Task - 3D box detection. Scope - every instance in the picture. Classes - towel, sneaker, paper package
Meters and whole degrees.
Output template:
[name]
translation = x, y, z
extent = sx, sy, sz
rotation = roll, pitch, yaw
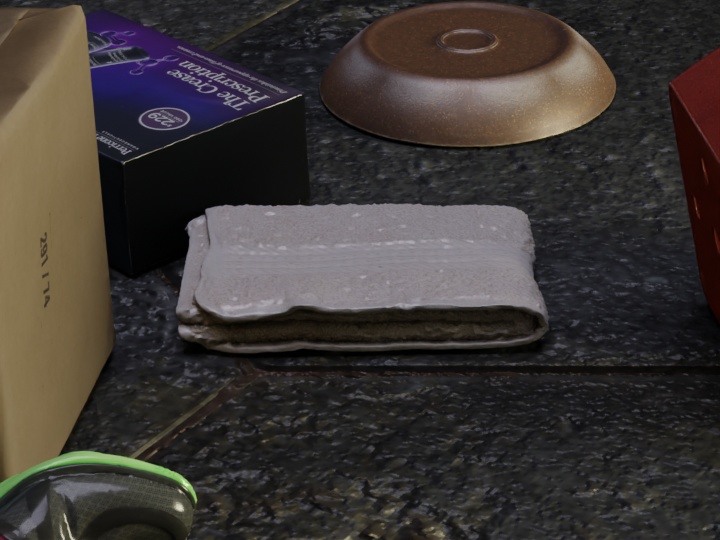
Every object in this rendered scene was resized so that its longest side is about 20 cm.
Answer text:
[towel]
translation = 0.000, 0.000, 1.219
extent = 0.199, 0.035, 0.133
rotation = -1, 28, 0
[sneaker]
translation = -0.157, 0.140, 0.939
extent = 0.200, 0.077, 0.084
rotation = -19, 50, -24
[paper package]
translation = -0.194, -0.008, 1.065
extent = 0.103, 0.200, 0.191
rotation = 3, 29, 10

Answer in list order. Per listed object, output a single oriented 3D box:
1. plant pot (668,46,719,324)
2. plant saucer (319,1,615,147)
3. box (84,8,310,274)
[plant pot]
translation = 0.263, -0.036, 1.121
extent = 0.176, 0.200, 0.200
rotation = -14, 28, 0
[plant saucer]
translation = 0.071, -0.139, 1.478
extent = 0.200, 0.037, 0.201
rotation = -1, 27, 1
[box]
translation = -0.148, -0.083, 1.341
extent = 0.141, 0.079, 0.200
rotation = -27, 37, -35
